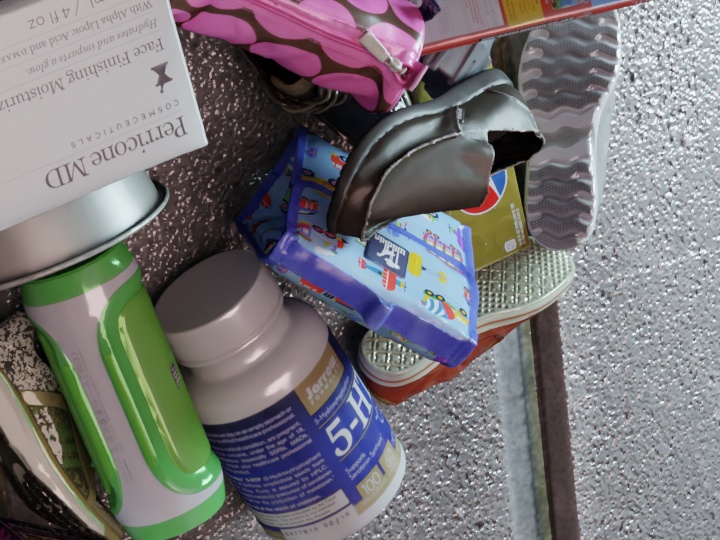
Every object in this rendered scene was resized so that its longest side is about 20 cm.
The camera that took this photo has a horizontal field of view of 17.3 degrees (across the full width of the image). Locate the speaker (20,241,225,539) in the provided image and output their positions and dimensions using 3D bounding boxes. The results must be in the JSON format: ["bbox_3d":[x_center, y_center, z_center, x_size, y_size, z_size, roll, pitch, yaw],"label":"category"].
[{"bbox_3d":[-0.160,0.080,1.612,0.088,0.088,0.201,-28,109,-20],"label":"speaker"}]

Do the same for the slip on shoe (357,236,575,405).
[{"bbox_3d":[0.079,0.036,1.795,0.200,0.074,0.061,-33,152,-25],"label":"slip on shoe"}]

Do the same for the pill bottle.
[{"bbox_3d":[-0.062,0.089,1.690,0.120,0.120,0.200,-40,120,-14],"label":"pill bottle"}]

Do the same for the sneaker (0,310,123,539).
[{"bbox_3d":[-0.208,0.110,1.646,0.089,0.077,0.200,-47,125,-24],"label":"sneaker"}]

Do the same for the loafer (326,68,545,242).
[{"bbox_3d":[0.056,-0.073,1.586,0.200,0.071,0.073,-36,153,-38],"label":"loafer"}]

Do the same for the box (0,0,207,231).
[{"bbox_3d":[-0.233,-0.119,1.486,0.198,0.200,0.131,-25,114,-22],"label":"box"}]

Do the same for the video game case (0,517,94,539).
[{"bbox_3d":[-0.142,0.231,1.649,0.199,0.181,0.036,16,96,-33],"label":"video game case"}]

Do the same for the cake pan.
[{"bbox_3d":[-0.222,-0.034,1.518,0.199,0.200,0.037,-24,108,-22],"label":"cake pan"}]

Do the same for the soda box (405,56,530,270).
[{"bbox_3d":[0.062,-0.102,1.740,0.067,0.064,0.201,-24,114,-23],"label":"soda box"}]

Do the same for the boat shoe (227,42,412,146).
[{"bbox_3d":[-0.041,-0.141,1.652,0.200,0.074,0.074,43,39,-24],"label":"boat shoe"}]

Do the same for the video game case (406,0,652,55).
[{"bbox_3d":[0.101,-0.234,1.623,0.199,0.017,0.144,-13,82,-3],"label":"video game case"}]

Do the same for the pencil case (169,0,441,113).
[{"bbox_3d":[-0.053,-0.169,1.533,0.199,0.094,0.091,18,112,-25],"label":"pencil case"}]

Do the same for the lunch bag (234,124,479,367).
[{"bbox_3d":[0.000,0.000,1.623,0.150,0.200,0.094,31,104,-13],"label":"lunch bag"}]

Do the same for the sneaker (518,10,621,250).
[{"bbox_3d":[0.155,-0.113,1.796,0.074,0.082,0.201,8,87,9],"label":"sneaker"}]

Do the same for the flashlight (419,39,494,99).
[{"bbox_3d":[0.102,-0.214,1.659,0.068,0.068,0.200,40,77,-25],"label":"flashlight"}]
